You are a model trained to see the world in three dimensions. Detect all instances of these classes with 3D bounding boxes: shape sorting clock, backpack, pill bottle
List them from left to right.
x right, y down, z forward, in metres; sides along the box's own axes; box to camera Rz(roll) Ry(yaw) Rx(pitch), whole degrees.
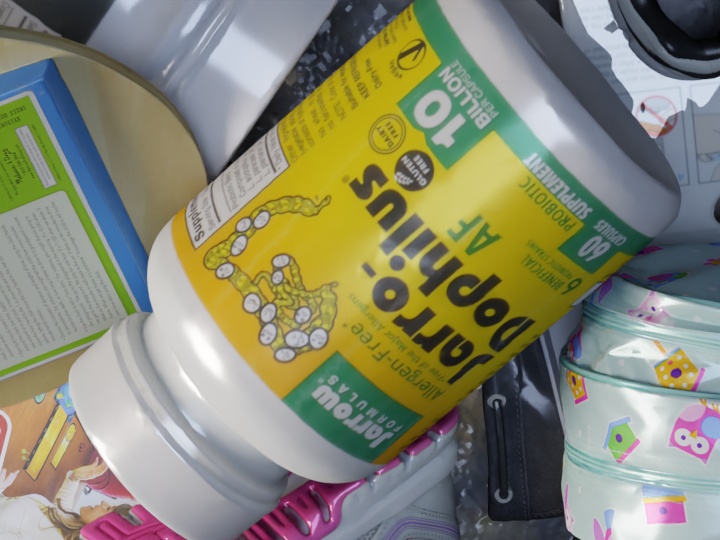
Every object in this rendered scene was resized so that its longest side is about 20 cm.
[{"bbox_3d":[-0.151,-0.013,0.898,0.200,0.039,0.200,-14,141,-11],"label":"shape sorting clock"},{"bbox_3d":[-0.107,-0.127,0.926,0.200,0.114,0.114,35,99,-4],"label":"pill bottle"},{"bbox_3d":[0.000,0.000,0.881,0.200,0.113,0.113,-40,96,13],"label":"pill bottle"},{"bbox_3d":[0.167,0.054,0.915,0.200,0.167,0.127,1,92,-8],"label":"backpack"}]

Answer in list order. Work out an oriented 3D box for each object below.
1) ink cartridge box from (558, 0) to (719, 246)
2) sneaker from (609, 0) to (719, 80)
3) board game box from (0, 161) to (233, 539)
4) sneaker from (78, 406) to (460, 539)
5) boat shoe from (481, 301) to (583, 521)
[{"bbox_3d":[0.151,-0.104,0.960,0.160,0.047,0.200,-7,105,3],"label":"ink cartridge box"},{"bbox_3d":[0.103,-0.159,0.884,0.074,0.080,0.200,-16,100,7],"label":"sneaker"},{"bbox_3d":[-0.103,0.048,0.995,0.135,0.034,0.200,16,100,-1],"label":"board game box"},{"bbox_3d":[-0.039,0.123,0.951,0.200,0.081,0.088,-29,121,-13],"label":"sneaker"},{"bbox_3d":[0.046,0.002,0.970,0.066,0.070,0.200,-16,106,3],"label":"boat shoe"}]
